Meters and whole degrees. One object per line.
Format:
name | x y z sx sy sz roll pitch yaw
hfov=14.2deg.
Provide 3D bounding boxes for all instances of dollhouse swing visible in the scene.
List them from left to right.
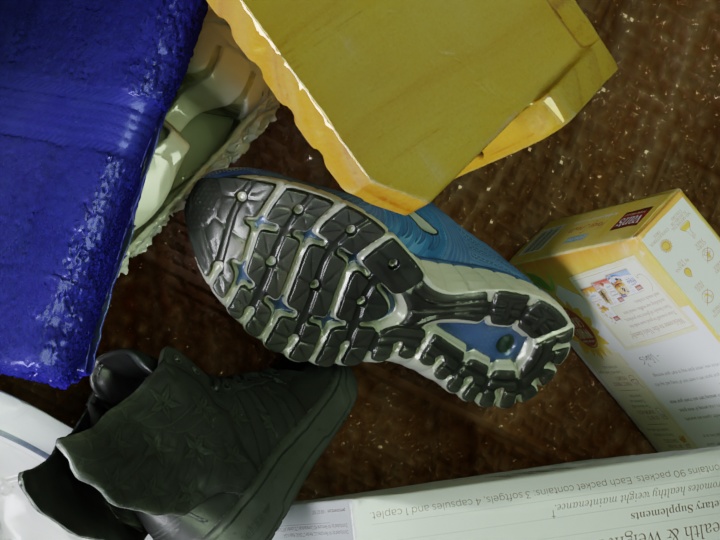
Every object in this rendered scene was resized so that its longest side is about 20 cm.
dollhouse swing | -0.022 -0.112 1.254 0.176 0.182 0.200 -41 100 -31

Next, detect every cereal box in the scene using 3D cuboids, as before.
cereal box | 0.168 0.055 1.348 0.040 0.144 0.200 -44 101 -19

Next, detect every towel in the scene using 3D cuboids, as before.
towel | -0.145 -0.050 1.254 0.050 0.147 0.201 34 71 -51

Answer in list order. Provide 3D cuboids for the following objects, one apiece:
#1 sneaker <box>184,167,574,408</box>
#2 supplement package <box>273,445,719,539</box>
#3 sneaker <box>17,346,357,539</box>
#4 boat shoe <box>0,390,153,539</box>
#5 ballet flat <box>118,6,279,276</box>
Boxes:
sneaker | 0.000 0.000 1.320 0.200 0.089 0.079 24 107 -33
supplement package | 0.069 0.191 1.297 0.191 0.147 0.201 -7 87 -21
sneaker | -0.072 0.064 1.254 0.104 0.060 0.200 48 34 -13
boat shoe | -0.139 0.105 1.266 0.200 0.074 0.065 31 71 -14
ballet flat | -0.082 -0.063 1.307 0.072 0.072 0.200 40 72 -13
